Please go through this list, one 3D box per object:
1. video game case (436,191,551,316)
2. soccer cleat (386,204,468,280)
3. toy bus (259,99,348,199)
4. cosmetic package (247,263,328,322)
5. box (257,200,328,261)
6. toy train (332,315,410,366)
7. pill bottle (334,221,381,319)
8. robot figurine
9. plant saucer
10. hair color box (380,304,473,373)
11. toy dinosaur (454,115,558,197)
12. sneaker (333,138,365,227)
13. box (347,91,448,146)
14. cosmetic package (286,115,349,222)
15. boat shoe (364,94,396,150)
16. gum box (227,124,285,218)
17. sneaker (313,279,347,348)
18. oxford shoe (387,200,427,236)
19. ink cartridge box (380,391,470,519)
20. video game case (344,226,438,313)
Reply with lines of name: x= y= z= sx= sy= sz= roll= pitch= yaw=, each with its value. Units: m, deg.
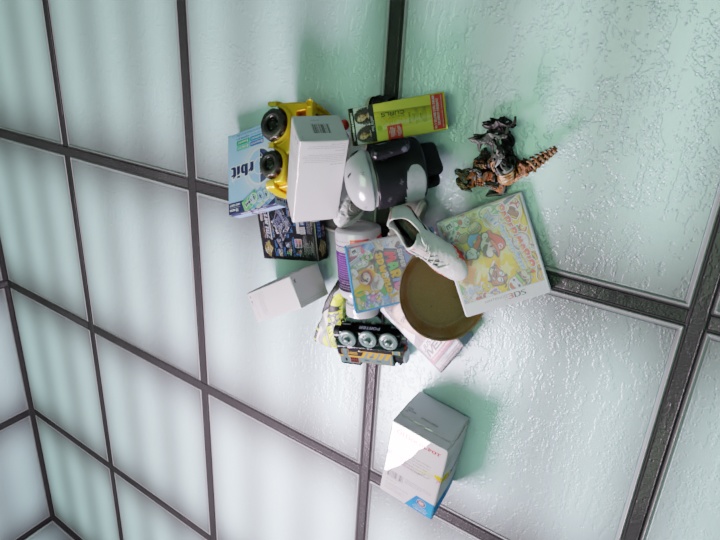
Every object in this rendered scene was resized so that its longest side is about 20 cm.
video game case: x=0.264 y=-0.029 z=1.078 sx=0.176 sy=0.023 sz=0.207 roll=-18 pitch=96 yaw=20
soccer cleat: x=0.129 y=-0.047 z=1.058 sx=0.200 sy=0.085 sz=0.069 roll=45 pitch=121 yaw=0
toy bus: x=-0.116 y=-0.272 z=1.204 sx=0.185 sy=0.135 sz=0.209 roll=0 pitch=84 yaw=25
cosmetic package: x=-0.189 y=0.058 z=1.380 sx=0.197 sy=0.106 sz=0.088 roll=-18 pitch=96 yaw=46
box: x=-0.178 y=-0.130 z=1.365 sx=0.193 sy=0.049 sz=0.208 roll=3 pitch=106 yaw=36
toy train: x=0.029 y=0.174 z=1.297 sx=0.192 sy=0.086 sz=0.117 roll=2 pitch=125 yaw=18
pill bottle: x=0.000 y=0.000 z=1.248 sx=0.108 sy=0.110 sz=0.208 roll=7 pitch=110 yaw=32
robot figurine: x=0.063 y=-0.195 z=1.077 sx=0.192 sy=0.126 sz=0.155 roll=-13 pitch=118 yaw=-5
plant saucer: x=0.172 y=0.043 z=1.137 sx=0.192 sy=0.035 sz=0.209 roll=0 pitch=94 yaw=-6
hair color box: x=0.147 y=0.117 z=1.218 sx=0.200 sy=0.060 sz=0.100 roll=45 pitch=125 yaw=15
toy dinosaur: x=0.267 y=-0.210 z=1.021 sx=0.194 sy=0.103 sz=0.139 roll=-16 pitch=113 yaw=19
sneaker: x=-0.024 y=-0.200 z=1.213 sx=0.098 sy=0.077 sz=0.207 roll=24 pitch=96 yaw=41
box: x=0.074 y=-0.301 z=1.076 sx=0.192 sy=0.050 sz=0.078 roll=-8 pitch=104 yaw=4
cosmetic package: x=-0.092 y=-0.205 z=1.109 sx=0.204 sy=0.104 sz=0.087 roll=105 pitch=152 yaw=-46
boat shoe: x=0.049 y=-0.264 z=1.145 sx=0.062 sy=0.072 sz=0.210 roll=9 pitch=107 yaw=39
gum box: x=-0.259 y=-0.248 z=1.341 sx=0.165 sy=0.044 sz=0.209 roll=-8 pitch=81 yaw=34
sneaker: x=-0.057 y=0.109 z=1.360 sx=0.074 sy=0.076 sz=0.205 roll=23 pitch=125 yaw=8
oxford shoe: x=0.084 y=-0.070 z=1.189 sx=0.057 sy=0.075 sz=0.205 roll=29 pitch=114 yaw=15
ink cartridge box: x=0.151 y=0.429 z=1.269 sx=0.144 sy=0.144 sz=0.207 roll=22 pitch=118 yaw=25
video game case: x=0.070 y=0.000 z=1.146 sx=0.192 sy=0.018 sz=0.149 roll=-12 pitch=105 yaw=-9
